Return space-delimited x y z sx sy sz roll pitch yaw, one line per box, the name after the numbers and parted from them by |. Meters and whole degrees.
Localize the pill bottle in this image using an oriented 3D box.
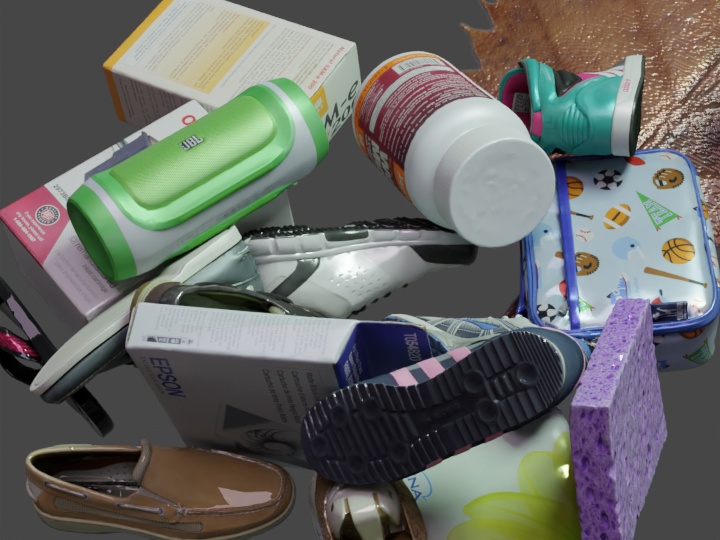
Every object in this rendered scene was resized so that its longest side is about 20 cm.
0.074 -0.099 1.204 0.109 0.110 0.200 -21 31 -11 | pill bottle

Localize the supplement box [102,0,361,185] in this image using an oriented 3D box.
-0.115 -0.171 1.343 0.199 0.074 0.126 22 56 22 | supplement box

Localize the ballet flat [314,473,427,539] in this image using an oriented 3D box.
0.014 0.185 0.956 0.070 0.065 0.201 -19 53 -5 | ballet flat

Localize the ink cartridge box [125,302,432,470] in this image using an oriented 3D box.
-0.045 0.089 1.042 0.199 0.200 0.041 3 62 11 | ink cartridge box

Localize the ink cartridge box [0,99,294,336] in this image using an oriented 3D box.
-0.174 -0.033 1.230 0.200 0.085 0.145 -34 56 -20 | ink cartridge box

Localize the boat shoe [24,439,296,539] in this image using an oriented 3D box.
-0.148 0.156 1.077 0.199 0.076 0.072 -3 50 3 | boat shoe

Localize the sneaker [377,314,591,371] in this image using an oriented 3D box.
0.092 0.069 1.108 0.085 0.078 0.199 -15 16 -37 | sneaker

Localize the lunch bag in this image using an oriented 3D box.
0.200 -0.005 1.175 0.159 0.076 0.201 -3 49 6 | lunch bag

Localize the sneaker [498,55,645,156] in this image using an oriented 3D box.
0.177 -0.140 1.248 0.120 0.084 0.200 6 16 12 | sneaker

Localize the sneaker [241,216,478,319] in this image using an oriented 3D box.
0.000 0.000 1.206 0.199 0.081 0.074 -5 8 -13 | sneaker

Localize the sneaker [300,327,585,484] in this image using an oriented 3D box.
0.056 0.089 0.959 0.199 0.082 0.071 -19 84 28 | sneaker

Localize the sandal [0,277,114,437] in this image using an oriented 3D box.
-0.267 0.065 1.171 0.045 0.075 0.200 -38 59 -11 | sandal

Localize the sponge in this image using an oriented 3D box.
0.178 0.103 1.007 0.030 0.112 0.200 -3 18 21 | sponge

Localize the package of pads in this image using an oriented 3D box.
0.073 0.188 1.033 0.199 0.068 0.155 -14 52 -6 | package of pads

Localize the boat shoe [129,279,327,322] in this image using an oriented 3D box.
-0.073 0.052 1.096 0.066 0.200 0.072 -2 73 55 | boat shoe

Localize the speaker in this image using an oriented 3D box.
-0.125 -0.072 1.149 0.200 0.089 0.088 -32 55 -20 | speaker

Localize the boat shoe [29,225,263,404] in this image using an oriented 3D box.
-0.157 0.045 1.118 0.200 0.062 0.073 -39 15 -20 | boat shoe
